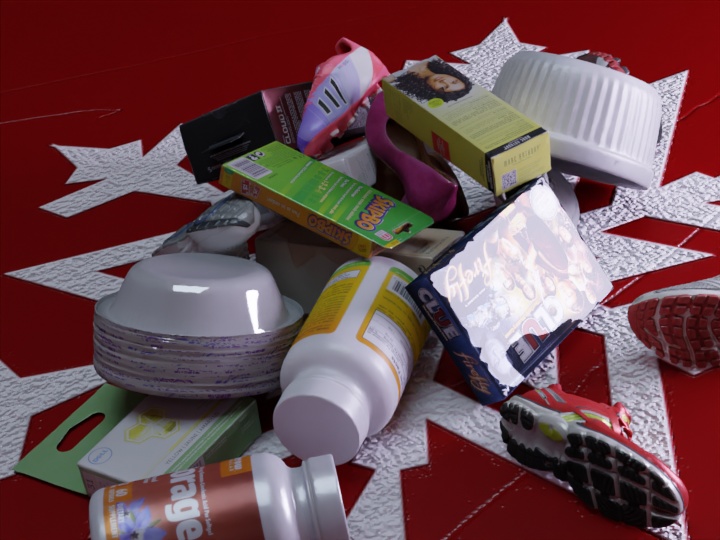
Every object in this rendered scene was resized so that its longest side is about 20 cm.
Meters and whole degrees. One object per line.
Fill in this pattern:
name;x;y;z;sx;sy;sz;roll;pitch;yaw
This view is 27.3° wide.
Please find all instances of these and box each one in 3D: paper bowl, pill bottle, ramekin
paper bowl;-0.154;0.046;1.411;0.199;0.105;0.201;4;13;-1
pill bottle;-0.009;0.085;1.364;0.110;0.112;0.200;3;35;20
pill bottle;-0.111;0.211;1.197;0.199;0.113;0.112;-13;32;-3
ramekin;0.228;-0.163;1.592;0.199;0.106;0.200;16;2;0

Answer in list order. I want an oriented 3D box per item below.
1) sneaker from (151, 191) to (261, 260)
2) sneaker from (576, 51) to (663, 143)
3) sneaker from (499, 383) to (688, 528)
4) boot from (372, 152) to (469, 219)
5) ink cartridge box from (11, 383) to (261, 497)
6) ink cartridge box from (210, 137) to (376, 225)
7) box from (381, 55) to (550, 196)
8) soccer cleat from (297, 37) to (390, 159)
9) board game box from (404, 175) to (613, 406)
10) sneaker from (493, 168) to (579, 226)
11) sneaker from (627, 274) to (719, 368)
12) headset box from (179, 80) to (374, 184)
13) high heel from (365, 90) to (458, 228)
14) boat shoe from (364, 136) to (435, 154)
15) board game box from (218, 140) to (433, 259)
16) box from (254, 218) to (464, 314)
sneaker;-0.142;-0.022;1.521;0.074;0.087;0.200;-40;6;-27
sneaker;0.280;-0.203;1.763;0.097;0.071;0.201;-14;34;-10
sneaker;0.206;0.144;1.250;0.085;0.077;0.200;-24;35;-30
boot;0.014;-0.080;1.646;0.155;0.077;0.200;-28;39;-22
ink cartridge box;-0.212;0.153;1.378;0.199;0.048;0.146;14;40;30
ink cartridge box;-0.056;-0.098;1.627;0.160;0.050;0.200;-16;7;18
box;0.105;-0.151;1.511;0.075;0.050;0.200;-27;42;-22
soccer cleat;-0.033;-0.190;1.625;0.076;0.067;0.200;40;41;-2
board game box;0.146;0.016;1.409;0.200;0.136;0.035;-40;10;-38
sneaker;0.187;-0.085;1.568;0.073;0.116;0.200;-2;32;16
sneaker;0.346;0.038;1.382;0.199;0.078;0.082;-3;28;-6
headset box;-0.098;-0.164;1.707;0.148;0.078;0.200;-16;3;42
high heel;0.058;-0.132;1.561;0.067;0.096;0.201;16;48;-26
boat shoe;0.102;-0.170;1.766;0.199;0.075;0.062;-10;42;18
board game box;-0.033;-0.069;1.458;0.199;0.030;0.095;25;31;24
box;0.000;0.000;1.508;0.199;0.078;0.095;6;21;23
